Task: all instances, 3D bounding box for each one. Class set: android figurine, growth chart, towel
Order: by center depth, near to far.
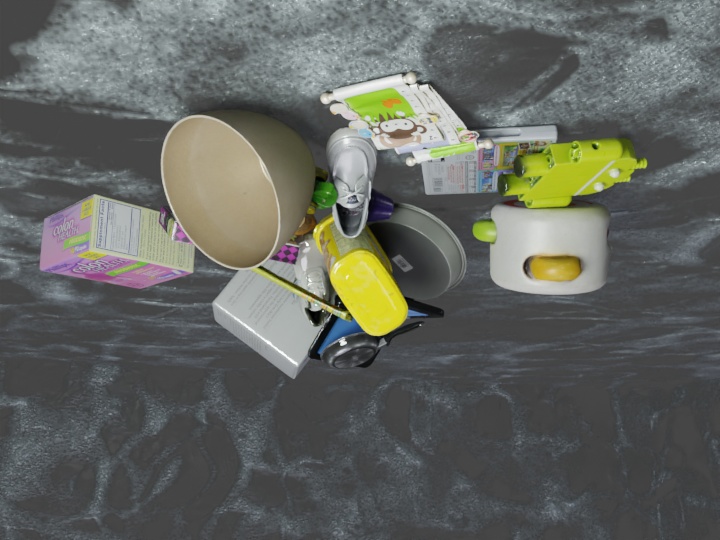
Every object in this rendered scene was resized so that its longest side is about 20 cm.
[{"bbox_3d":[0.056,-0.185,1.106,0.145,0.018,0.200,-13,152,35],"label":"growth chart"},{"bbox_3d":[0.295,-0.135,1.226,0.200,0.041,0.182,-4,162,-17],"label":"android figurine"},{"bbox_3d":[-0.101,0.024,1.345,0.200,0.018,0.086,27,177,8],"label":"towel"}]

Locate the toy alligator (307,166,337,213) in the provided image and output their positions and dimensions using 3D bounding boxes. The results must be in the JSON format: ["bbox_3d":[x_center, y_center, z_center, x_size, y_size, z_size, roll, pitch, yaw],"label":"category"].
[{"bbox_3d":[-0.090,-0.107,1.242,0.054,0.059,0.200,28,165,-39],"label":"toy alligator"}]

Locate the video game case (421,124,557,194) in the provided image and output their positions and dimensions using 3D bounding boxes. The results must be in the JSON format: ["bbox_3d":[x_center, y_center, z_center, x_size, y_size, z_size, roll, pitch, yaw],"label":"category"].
[{"bbox_3d":[0.178,-0.153,1.256,0.182,0.022,0.200,-1,164,7],"label":"video game case"}]

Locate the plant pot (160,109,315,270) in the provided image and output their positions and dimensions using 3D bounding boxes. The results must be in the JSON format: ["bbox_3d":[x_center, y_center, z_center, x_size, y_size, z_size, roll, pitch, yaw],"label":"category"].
[{"bbox_3d":[-0.134,-0.119,1.128,0.200,0.201,0.134,-15,-166,45],"label":"plant pot"}]

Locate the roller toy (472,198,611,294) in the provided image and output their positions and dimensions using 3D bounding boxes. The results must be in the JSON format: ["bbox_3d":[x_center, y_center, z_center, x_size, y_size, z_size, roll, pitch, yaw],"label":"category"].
[{"bbox_3d":[0.292,-0.034,1.365,0.182,0.140,0.200,-8,-167,-35],"label":"roller toy"}]

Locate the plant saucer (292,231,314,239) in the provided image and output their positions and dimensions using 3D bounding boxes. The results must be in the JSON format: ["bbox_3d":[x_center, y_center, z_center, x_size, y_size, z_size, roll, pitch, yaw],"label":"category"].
[{"bbox_3d":[-0.051,-0.013,1.630,0.200,0.031,0.200,26,158,11],"label":"plant saucer"}]

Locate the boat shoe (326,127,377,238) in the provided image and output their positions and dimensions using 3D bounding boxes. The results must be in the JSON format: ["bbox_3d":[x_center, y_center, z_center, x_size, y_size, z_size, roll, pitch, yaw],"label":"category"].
[{"bbox_3d":[-0.015,-0.116,1.237,0.072,0.069,0.200,0,149,-9],"label":"boat shoe"}]

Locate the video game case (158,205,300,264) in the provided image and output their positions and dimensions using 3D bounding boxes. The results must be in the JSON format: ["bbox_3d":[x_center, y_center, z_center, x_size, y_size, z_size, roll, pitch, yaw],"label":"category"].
[{"bbox_3d":[-0.214,-0.059,1.426,0.200,0.036,0.181,11,-172,-21],"label":"video game case"}]

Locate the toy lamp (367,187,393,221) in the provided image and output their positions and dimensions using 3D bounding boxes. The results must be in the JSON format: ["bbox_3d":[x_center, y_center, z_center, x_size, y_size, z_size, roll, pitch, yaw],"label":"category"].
[{"bbox_3d":[-0.042,-0.110,1.351,0.200,0.058,0.058,7,164,-28],"label":"toy lamp"}]

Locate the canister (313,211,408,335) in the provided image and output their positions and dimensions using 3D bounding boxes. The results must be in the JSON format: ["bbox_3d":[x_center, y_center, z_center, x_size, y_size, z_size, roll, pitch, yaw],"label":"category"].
[{"bbox_3d":[0.000,0.000,1.374,0.086,0.149,0.200,-32,-158,4],"label":"canister"}]

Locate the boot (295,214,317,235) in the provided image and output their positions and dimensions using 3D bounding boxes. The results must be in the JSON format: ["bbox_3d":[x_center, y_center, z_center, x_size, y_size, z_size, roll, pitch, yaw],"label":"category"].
[{"bbox_3d":[-0.170,-0.092,1.410,0.201,0.071,0.144,13,179,1],"label":"boot"}]

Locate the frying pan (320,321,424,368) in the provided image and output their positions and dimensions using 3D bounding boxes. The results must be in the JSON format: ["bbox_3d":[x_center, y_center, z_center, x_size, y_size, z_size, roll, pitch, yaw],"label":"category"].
[{"bbox_3d":[0.018,0.142,1.618,0.190,0.031,0.115,-6,149,-25],"label":"frying pan"}]

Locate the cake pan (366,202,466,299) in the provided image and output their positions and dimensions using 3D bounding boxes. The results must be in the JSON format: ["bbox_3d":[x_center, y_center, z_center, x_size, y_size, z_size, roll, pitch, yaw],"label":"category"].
[{"bbox_3d":[0.078,-0.026,1.490,0.200,0.037,0.200,20,141,17],"label":"cake pan"}]

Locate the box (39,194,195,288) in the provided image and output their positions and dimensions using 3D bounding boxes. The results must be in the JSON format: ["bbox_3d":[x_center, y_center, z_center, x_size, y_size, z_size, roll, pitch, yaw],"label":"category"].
[{"bbox_3d":[-0.416,-0.043,1.531,0.176,0.097,0.200,-14,159,43],"label":"box"}]

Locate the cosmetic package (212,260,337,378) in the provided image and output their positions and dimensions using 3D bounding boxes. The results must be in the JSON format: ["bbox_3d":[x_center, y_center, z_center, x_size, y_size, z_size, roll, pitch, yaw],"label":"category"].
[{"bbox_3d":[-0.152,0.075,1.687,0.200,0.165,0.165,37,164,3],"label":"cosmetic package"}]

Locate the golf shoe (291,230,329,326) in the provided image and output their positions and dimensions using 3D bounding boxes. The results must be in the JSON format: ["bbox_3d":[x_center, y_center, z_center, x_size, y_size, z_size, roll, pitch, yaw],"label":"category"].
[{"bbox_3d":[-0.076,0.017,1.518,0.078,0.097,0.200,-14,145,-10],"label":"golf shoe"}]

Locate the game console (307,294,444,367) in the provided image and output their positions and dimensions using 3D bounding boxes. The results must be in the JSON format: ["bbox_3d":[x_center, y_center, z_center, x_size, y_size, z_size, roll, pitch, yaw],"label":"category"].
[{"bbox_3d":[0.032,0.113,1.622,0.176,0.117,0.200,-3,168,35],"label":"game console"}]
